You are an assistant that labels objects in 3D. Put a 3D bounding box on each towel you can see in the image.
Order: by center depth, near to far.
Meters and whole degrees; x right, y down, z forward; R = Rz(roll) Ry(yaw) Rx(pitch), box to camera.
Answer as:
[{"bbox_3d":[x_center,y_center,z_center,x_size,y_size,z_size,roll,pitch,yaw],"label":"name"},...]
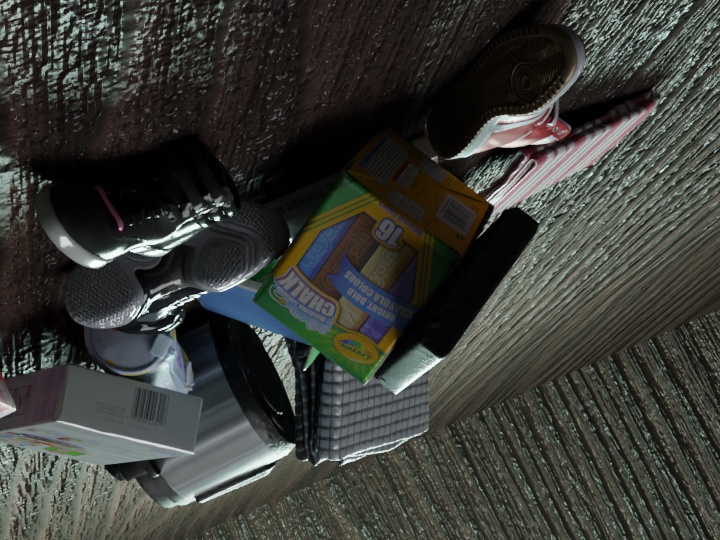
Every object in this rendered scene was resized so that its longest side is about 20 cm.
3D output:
[{"bbox_3d":[0.209,-0.122,1.592,0.200,0.030,0.146,-27,171,-31],"label":"towel"},{"bbox_3d":[-0.003,0.115,1.667,0.085,0.166,0.200,7,-170,34],"label":"towel"}]

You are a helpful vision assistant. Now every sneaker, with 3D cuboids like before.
[{"bbox_3d":[-0.157,-0.055,1.120,0.099,0.071,0.200,-31,172,18],"label":"sneaker"},{"bbox_3d":[0.150,-0.154,1.280,0.112,0.071,0.200,-12,169,-32],"label":"sneaker"},{"bbox_3d":[-0.153,0.000,1.328,0.199,0.076,0.114,-20,168,1],"label":"sneaker"}]

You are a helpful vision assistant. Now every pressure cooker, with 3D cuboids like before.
[{"bbox_3d":[-0.188,0.157,1.656,0.200,0.179,0.176,-27,147,6],"label":"pressure cooker"}]

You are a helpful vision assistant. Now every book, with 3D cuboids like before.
[{"bbox_3d":[-0.023,-0.053,1.429,0.199,0.048,0.134,-24,161,-4],"label":"book"}]

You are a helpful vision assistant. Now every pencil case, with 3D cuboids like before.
[{"bbox_3d":[-0.212,0.081,1.478,0.083,0.091,0.200,-48,169,-13],"label":"pencil case"}]

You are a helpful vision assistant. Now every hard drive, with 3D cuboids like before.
[{"bbox_3d":[0.077,0.029,1.294,0.140,0.033,0.200,-53,180,-15],"label":"hard drive"}]

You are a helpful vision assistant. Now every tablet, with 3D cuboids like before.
[{"bbox_3d":[-0.107,0.031,1.485,0.130,0.014,0.200,19,167,7],"label":"tablet"}]

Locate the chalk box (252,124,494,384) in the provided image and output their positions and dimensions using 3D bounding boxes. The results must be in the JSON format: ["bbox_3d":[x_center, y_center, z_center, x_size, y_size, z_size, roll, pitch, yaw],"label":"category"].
[{"bbox_3d":[0.000,0.000,1.313,0.200,0.124,0.124,-52,-179,29],"label":"chalk box"}]

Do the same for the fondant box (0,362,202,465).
[{"bbox_3d":[-0.263,0.141,1.461,0.144,0.058,0.200,19,160,-32],"label":"fondant box"}]

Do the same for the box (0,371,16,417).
[{"bbox_3d":[-0.398,0.107,1.236,0.200,0.095,0.103,-25,167,-1],"label":"box"}]
